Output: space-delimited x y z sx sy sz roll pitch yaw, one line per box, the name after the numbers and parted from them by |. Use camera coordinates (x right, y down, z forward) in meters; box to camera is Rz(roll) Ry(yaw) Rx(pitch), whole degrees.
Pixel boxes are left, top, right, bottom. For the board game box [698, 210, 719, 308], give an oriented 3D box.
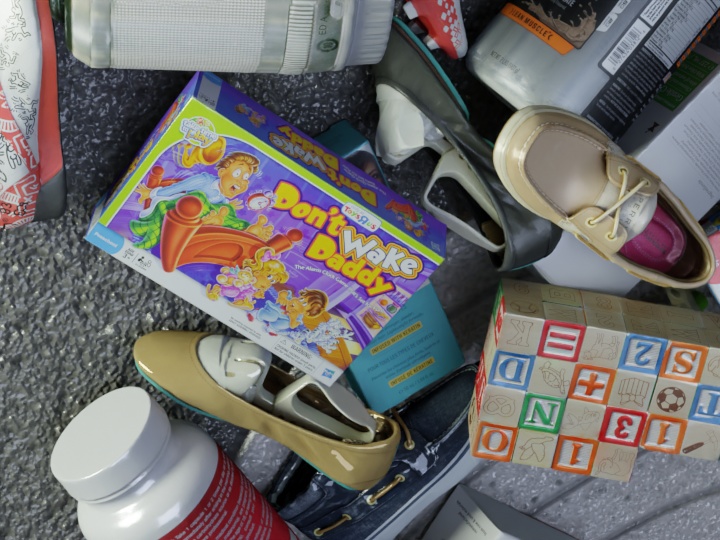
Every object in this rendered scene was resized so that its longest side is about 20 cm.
0.364 0.013 1.347 0.196 0.056 0.200 -31 97 7 | board game box

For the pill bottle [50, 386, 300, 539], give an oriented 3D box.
-0.126 0.179 1.325 0.112 0.112 0.200 -38 121 -3 | pill bottle

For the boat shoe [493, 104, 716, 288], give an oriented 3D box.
0.169 -0.045 1.237 0.200 0.069 0.074 29 92 -40 | boat shoe

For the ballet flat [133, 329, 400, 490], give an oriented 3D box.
-0.060 0.083 1.312 0.200 0.069 0.063 29 126 -11 | ballet flat

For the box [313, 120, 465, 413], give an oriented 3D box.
0.000 0.000 1.337 0.082 0.049 0.200 -30 120 -8 | box

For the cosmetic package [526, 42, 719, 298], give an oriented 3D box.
0.194 -0.069 1.356 0.200 0.108 0.085 -45 121 -1 | cosmetic package

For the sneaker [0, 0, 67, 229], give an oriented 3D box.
-0.248 -0.116 1.174 0.108 0.067 0.202 -12 118 -20 | sneaker

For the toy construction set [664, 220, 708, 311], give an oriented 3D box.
0.204 0.050 1.428 0.200 0.092 0.131 -44 96 -9 | toy construction set

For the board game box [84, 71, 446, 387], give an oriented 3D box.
-0.062 -0.026 1.250 0.200 0.045 0.134 32 119 -16 | board game box

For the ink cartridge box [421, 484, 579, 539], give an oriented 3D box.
0.091 0.291 1.481 0.147 0.083 0.200 28 99 -30 | ink cartridge box

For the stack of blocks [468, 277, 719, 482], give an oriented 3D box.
0.184 0.083 1.307 0.200 0.059 0.115 9 115 -3 | stack of blocks

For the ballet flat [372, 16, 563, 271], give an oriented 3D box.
0.057 -0.081 1.271 0.068 0.068 0.200 -40 88 -15 | ballet flat

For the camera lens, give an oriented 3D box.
-0.085 -0.200 1.132 0.200 0.160 0.160 1 112 -7 | camera lens

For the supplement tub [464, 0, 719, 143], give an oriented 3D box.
0.176 -0.183 1.289 0.122 0.123 0.200 36 95 -31 | supplement tub

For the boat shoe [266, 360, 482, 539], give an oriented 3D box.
0.022 0.130 1.380 0.091 0.071 0.200 33 107 -30 | boat shoe

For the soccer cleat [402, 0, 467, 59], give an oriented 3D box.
0.044 -0.234 1.245 0.085 0.069 0.200 -27 115 -3 | soccer cleat
